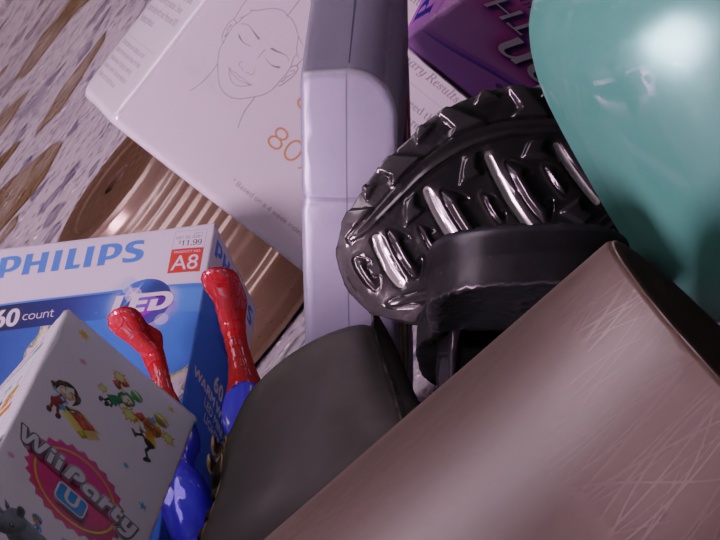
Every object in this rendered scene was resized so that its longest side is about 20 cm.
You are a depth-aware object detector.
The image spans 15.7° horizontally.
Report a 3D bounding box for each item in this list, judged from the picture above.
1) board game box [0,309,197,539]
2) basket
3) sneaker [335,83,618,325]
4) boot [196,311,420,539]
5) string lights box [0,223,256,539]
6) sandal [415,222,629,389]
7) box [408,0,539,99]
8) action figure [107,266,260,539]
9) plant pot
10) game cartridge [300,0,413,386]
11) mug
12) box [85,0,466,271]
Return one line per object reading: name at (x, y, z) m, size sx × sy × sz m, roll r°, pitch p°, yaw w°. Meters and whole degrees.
board game box at (-0.136, 0.120, 0.826) m, size 0.148 × 0.064 × 0.200 m, roll -44°, pitch 14°, yaw 24°
basket at (0.033, 0.101, 0.674) m, size 0.200 × 0.136 × 0.180 m, roll -44°, pitch -9°, yaw 9°
sneaker at (0.079, -0.036, 0.875) m, size 0.200 × 0.074 × 0.079 m, roll -29°, pitch -5°, yaw -20°
boot at (-0.047, 0.109, 0.832) m, size 0.200 × 0.078 × 0.138 m, roll -30°, pitch 38°, yaw 3°
string lights box at (-0.108, 0.080, 1.034) m, size 0.102 × 0.059 × 0.200 m, roll -7°, pitch 49°, yaw 16°
sandal at (0.050, 0.030, 0.784) m, size 0.200 × 0.075 × 0.048 m, roll 54°, pitch -147°, yaw -75°
box at (0.133, -0.158, 0.991) m, size 0.200 × 0.097 × 0.176 m, roll -33°, pitch 26°, yaw 51°
action figure at (-0.050, 0.095, 0.940) m, size 0.065 × 0.052 × 0.201 m, roll -20°, pitch 60°, yaw 8°
plant pot at (-0.089, -0.019, 1.320) m, size 0.201 × 0.093 × 0.201 m, roll -47°, pitch 18°, yaw 21°
game cartridge at (0.000, 0.000, 0.942) m, size 0.133 × 0.041 × 0.201 m, roll -77°, pitch -12°, yaw -60°
mug at (0.117, -0.073, 0.744) m, size 0.152 × 0.115 × 0.185 m, roll -36°, pitch 13°, yaw -22°
box at (0.002, -0.105, 1.140) m, size 0.200 × 0.152 × 0.106 m, roll -52°, pitch 16°, yaw 0°
